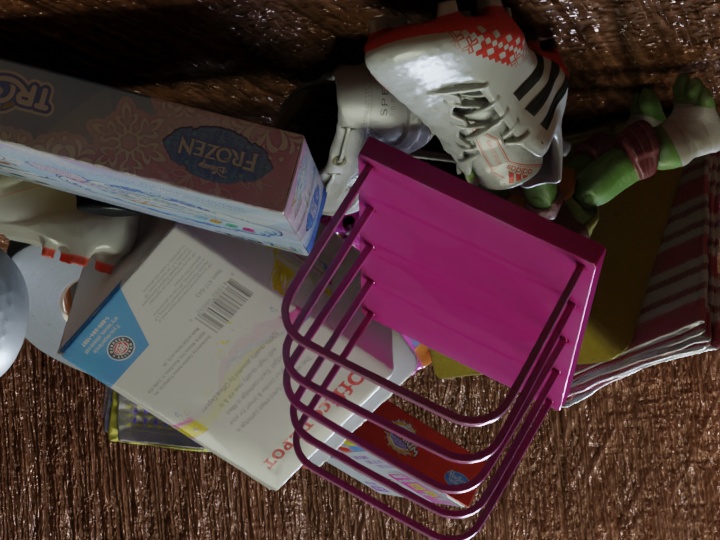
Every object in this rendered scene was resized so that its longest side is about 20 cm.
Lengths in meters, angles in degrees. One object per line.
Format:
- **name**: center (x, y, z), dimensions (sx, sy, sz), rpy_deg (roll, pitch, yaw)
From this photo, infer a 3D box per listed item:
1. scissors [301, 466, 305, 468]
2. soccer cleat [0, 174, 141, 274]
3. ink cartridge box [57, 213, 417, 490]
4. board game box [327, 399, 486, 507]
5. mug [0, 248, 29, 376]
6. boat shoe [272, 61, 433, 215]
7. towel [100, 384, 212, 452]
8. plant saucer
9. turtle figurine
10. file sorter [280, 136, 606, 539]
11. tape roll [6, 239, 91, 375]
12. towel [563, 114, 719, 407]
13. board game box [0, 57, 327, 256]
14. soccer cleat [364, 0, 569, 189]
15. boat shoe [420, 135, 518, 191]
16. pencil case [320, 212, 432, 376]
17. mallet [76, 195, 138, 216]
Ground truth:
- **scissors**: center (-0.110, 0.109, 1.357), dimensions (0.073, 0.014, 0.200), rpy_deg (-10, -150, -42)
- **soccer cleat**: center (-0.227, -0.056, 1.092), dimensions (0.200, 0.078, 0.069), rpy_deg (14, 176, 19)
- **ink cartridge box**: center (-0.074, 0.034, 1.133), dimensions (0.200, 0.125, 0.129), rpy_deg (36, 115, -20)
- **board game box**: center (-0.018, 0.121, 1.371), dimensions (0.200, 0.040, 0.153), rpy_deg (34, 164, -22)
- **mug**: center (-0.337, 0.005, 1.196), dimensions (0.175, 0.148, 0.200), rpy_deg (17, -158, -43)
- **boat shoe**: center (-0.018, -0.080, 0.981), dimensions (0.069, 0.071, 0.200), rpy_deg (-3, 166, -18)
- **towel**: center (-0.107, 0.051, 1.230), dimensions (0.143, 0.200, 0.023), rpy_deg (10, -149, -4)
- **plant saucer**: center (0.132, -0.026, 1.243), dimensions (0.048, 0.200, 0.200), rpy_deg (35, 154, -30)
- **turtle figurine**: center (0.109, -0.080, 1.062), dimensions (0.194, 0.200, 0.144), rpy_deg (-26, 152, -17)
- **file sorter**: center (0.036, 0.051, 0.954), dimensions (0.139, 0.126, 0.200), rpy_deg (26, 157, 13)
- **tape roll**: center (-0.168, 0.008, 1.297), dimensions (0.200, 0.066, 0.201), rpy_deg (5, 144, 4)
- **towel**: center (0.194, -0.008, 1.210), dimensions (0.030, 0.200, 0.146), rpy_deg (35, 138, -30)
- **board game box**: center (-0.122, -0.060, 0.884), dimensions (0.199, 0.043, 0.199), rpy_deg (15, 177, 3)
- **soccer cleat**: center (0.061, -0.085, 0.866), dimensions (0.068, 0.085, 0.200), rpy_deg (-9, 175, 23)
- **boat shoe**: center (0.093, -0.032, 1.159), dimensions (0.073, 0.200, 0.065), rpy_deg (-2, 135, -42)
- **pencil case**: center (0.000, 0.000, 1.263), dimensions (0.088, 0.089, 0.200), rpy_deg (-6, 137, 19)
- **mallet**: center (-0.221, -0.057, 1.041), dimensions (0.199, 0.066, 0.041), rpy_deg (-6, 173, 17)
